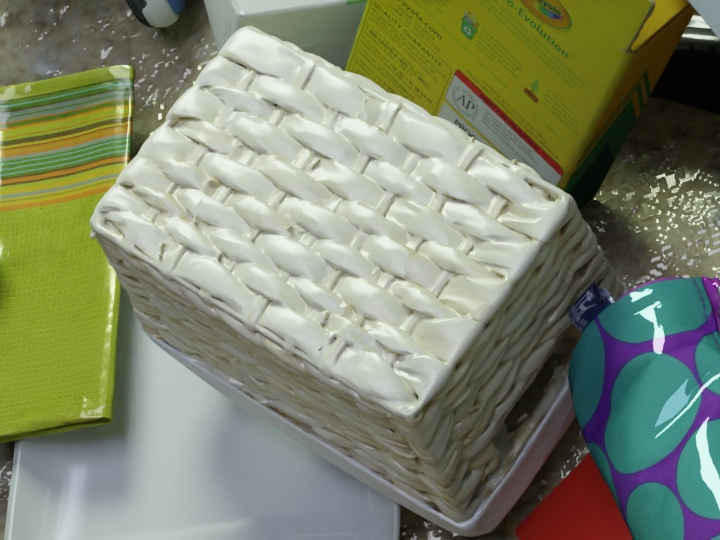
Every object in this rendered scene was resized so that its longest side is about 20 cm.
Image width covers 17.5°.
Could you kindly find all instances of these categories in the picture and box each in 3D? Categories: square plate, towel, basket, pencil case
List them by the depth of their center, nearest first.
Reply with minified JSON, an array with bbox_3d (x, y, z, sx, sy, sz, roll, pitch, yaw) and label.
[{"bbox_3d":[0.149,0.086,0.916,0.093,0.085,0.200,-61,32,29],"label":"pencil case"},{"bbox_3d":[0.000,0.000,1.015,0.200,0.123,0.136,30,74,26],"label":"basket"},{"bbox_3d":[-0.069,0.055,1.107,0.199,0.028,0.199,-8,61,19],"label":"square plate"},{"bbox_3d":[-0.155,-0.011,1.154,0.086,0.018,0.201,-12,58,21],"label":"towel"}]

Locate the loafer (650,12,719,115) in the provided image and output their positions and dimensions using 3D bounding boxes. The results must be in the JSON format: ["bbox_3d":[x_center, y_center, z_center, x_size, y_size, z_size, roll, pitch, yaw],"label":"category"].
[{"bbox_3d":[0.150,-0.118,1.074,0.199,0.073,0.072,9,70,27],"label":"loafer"}]

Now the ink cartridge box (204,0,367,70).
[{"bbox_3d":[-0.032,-0.198,1.163,0.117,0.067,0.201,-10,64,-13],"label":"ink cartridge box"}]

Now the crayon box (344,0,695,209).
[{"bbox_3d":[0.069,-0.109,1.012,0.127,0.200,0.051,45,63,12],"label":"crayon box"}]

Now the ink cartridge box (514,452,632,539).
[{"bbox_3d":[0.175,0.110,0.961,0.163,0.057,0.200,-45,60,-3],"label":"ink cartridge box"}]

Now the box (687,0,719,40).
[{"bbox_3d":[0.205,-0.131,0.992,0.041,0.199,0.156,-56,49,31],"label":"box"}]

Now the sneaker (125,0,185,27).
[{"bbox_3d":[-0.092,-0.221,1.233,0.077,0.076,0.201,-1,67,14],"label":"sneaker"}]
